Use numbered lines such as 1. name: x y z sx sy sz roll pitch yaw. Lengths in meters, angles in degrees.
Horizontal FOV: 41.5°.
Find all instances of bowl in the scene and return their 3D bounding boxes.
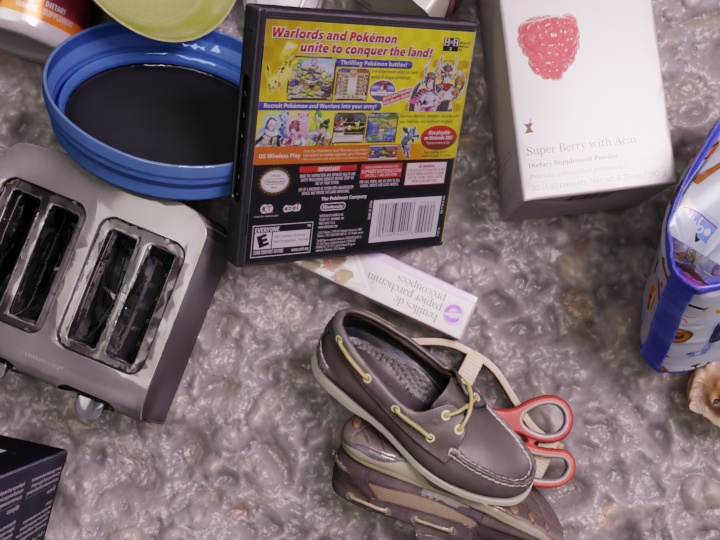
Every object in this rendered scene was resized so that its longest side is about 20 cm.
1. bowl: -0.145 -0.128 0.744 0.197 0.040 0.203 10 42 -9

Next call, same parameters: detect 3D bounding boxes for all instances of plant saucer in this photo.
1. plant saucer: -0.175 -0.282 0.762 0.031 0.198 0.204 -4 84 39

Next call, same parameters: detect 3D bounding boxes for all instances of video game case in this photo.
1. video game case: -0.004 -0.101 0.718 0.197 0.025 0.184 -7 114 -35

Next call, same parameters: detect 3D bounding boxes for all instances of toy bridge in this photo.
1. toy bridge: 0.082 0.098 0.788 0.198 0.027 0.068 29 86 2

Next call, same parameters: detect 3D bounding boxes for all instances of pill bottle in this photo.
1. pill bottle: -0.258 -0.282 0.781 0.107 0.110 0.204 13 86 2

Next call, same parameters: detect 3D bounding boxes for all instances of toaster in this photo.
1. toaster: -0.207 0.006 0.754 0.178 0.119 0.203 22 86 1

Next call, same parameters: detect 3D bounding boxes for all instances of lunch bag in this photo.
1. lunch bag: 0.282 -0.027 0.700 0.123 0.171 0.200 35 74 22

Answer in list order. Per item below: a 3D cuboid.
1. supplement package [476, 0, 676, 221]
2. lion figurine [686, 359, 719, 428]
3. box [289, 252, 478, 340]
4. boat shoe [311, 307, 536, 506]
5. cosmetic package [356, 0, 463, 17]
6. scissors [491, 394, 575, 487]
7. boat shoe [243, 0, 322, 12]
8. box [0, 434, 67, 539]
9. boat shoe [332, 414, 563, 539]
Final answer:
1. supplement package: 0.166 -0.152 0.760 0.119 0.120 0.204 -7 85 1
2. lion figurine: 0.355 0.054 0.776 0.121 0.073 0.202 27 72 15
3. box: 0.000 0.000 0.791 0.197 0.041 0.039 25 86 3
4. boat shoe: 0.052 0.103 0.722 0.199 0.061 0.072 34 51 6
5. cosmetic package: 0.081 -0.297 0.782 0.087 0.103 0.201 38 88 4
6. scissors: 0.080 0.123 0.765 0.196 0.014 0.075 12 85 0
7. boat shoe: -0.063 -0.287 0.800 0.072 0.067 0.204 5 86 1
8. box: -0.313 0.221 0.698 0.102 0.200 0.186 13 85 0
9. boat shoe: 0.067 0.184 0.770 0.197 0.075 0.074 26 112 -1
